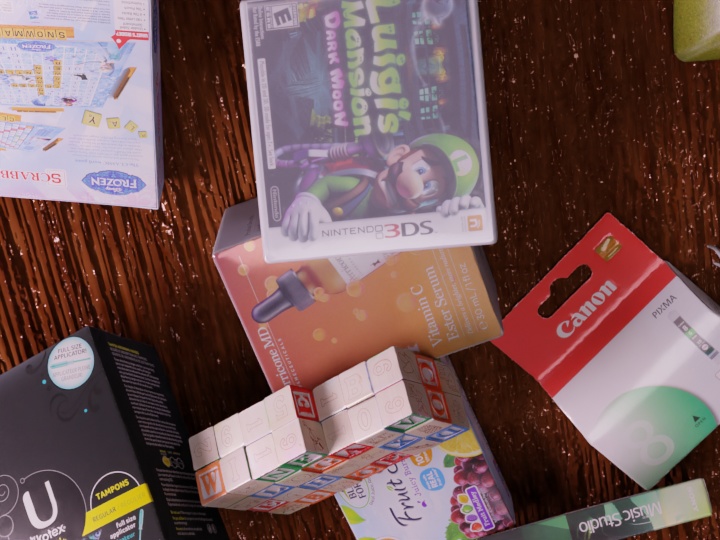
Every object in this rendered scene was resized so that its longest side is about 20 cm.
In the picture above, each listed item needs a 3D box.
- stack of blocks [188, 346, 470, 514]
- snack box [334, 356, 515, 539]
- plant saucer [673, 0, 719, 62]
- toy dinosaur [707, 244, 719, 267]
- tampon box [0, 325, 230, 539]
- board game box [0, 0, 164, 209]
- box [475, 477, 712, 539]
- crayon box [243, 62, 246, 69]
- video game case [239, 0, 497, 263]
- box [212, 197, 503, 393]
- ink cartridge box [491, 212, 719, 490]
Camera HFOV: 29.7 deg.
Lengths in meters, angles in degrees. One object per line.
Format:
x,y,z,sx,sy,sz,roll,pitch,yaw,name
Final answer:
-0.027,0.132,1.097,0.199,0.059,0.115,-29,152,28,stack of blocks
0.037,0.160,1.213,0.141,0.053,0.201,-22,110,11,snack box
0.344,-0.261,1.041,0.198,0.048,0.202,-4,112,3,plant saucer
0.372,0.056,1.141,0.101,0.077,0.202,-21,86,7,toy dinosaur
-0.226,0.174,1.135,0.149,0.126,0.201,-28,71,11,tampon box
-0.256,-0.145,1.069,0.198,0.041,0.201,5,131,-1,board game box
0.206,0.225,1.192,0.198,0.144,0.037,-18,77,8,box
-0.006,-0.238,1.054,0.126,0.051,0.202,17,111,-6,crayon box
0.006,-0.113,1.027,0.180,0.023,0.202,-5,93,7,video game case
0.000,0.000,1.120,0.198,0.107,0.153,-20,111,8,box
0.235,0.073,1.179,0.199,0.050,0.161,38,108,-16,ink cartridge box
